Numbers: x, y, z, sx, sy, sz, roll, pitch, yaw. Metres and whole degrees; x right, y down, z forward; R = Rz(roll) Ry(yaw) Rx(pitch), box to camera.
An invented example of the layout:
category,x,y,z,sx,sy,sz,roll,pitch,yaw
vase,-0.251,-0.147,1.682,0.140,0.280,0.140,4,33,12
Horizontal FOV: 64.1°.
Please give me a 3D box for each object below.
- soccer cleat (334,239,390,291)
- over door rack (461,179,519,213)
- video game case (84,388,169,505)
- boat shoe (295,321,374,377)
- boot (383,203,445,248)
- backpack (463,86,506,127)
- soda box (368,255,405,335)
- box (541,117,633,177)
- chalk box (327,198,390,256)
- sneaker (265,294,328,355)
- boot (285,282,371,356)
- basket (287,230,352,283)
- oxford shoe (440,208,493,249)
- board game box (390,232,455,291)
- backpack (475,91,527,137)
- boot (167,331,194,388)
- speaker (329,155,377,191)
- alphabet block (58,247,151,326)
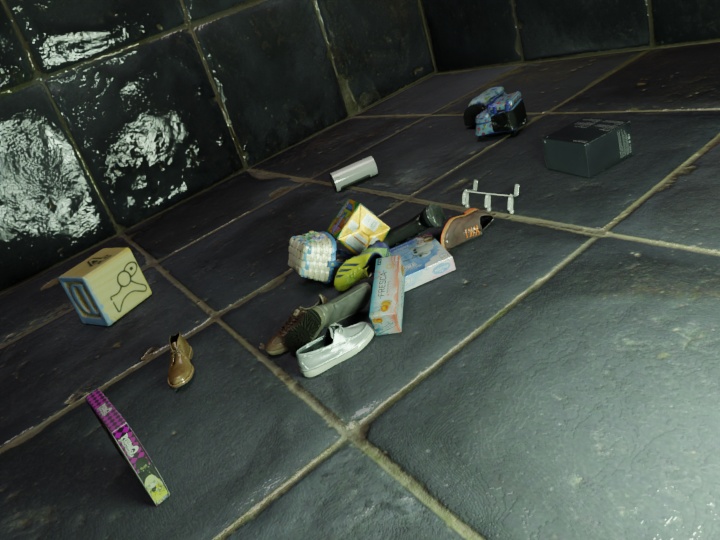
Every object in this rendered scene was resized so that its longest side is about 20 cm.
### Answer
category,x,y,z,sx,sy,sz,roll,pitch,yaw
soccer cleat,0.000,-0.001,1.532,0.198,0.064,0.085,-38,32,25
over door rack,0.385,-0.213,1.691,0.143,0.069,0.200,10,21,19
video game case,-0.456,0.340,1.120,0.035,0.186,0.197,-33,28,-29
boat shoe,-0.057,0.162,1.299,0.197,0.073,0.070,-30,26,-18
boot,0.137,-0.121,1.645,0.195,0.068,0.164,-22,-4,21
backpack,0.567,-0.722,2.530,0.195,0.159,0.162,-17,15,-26
soda box,0.066,0.057,1.373,0.066,0.065,0.203,-8,40,16
box,0.696,-0.384,1.771,0.178,0.107,0.200,-25,25,-13
chalk box,-0.013,-0.125,1.714,0.126,0.123,0.200,-55,18,1
sneaker,-0.160,0.131,1.435,0.197,0.077,0.070,-31,27,-22
boot,-0.076,0.114,1.395,0.182,0.073,0.199,-44,-7,37
basket,-0.102,-0.038,1.678,0.194,0.144,0.175,7,11,-31
oxford shoe,0.294,-0.117,1.591,0.071,0.073,0.198,13,40,44
board game box,0.132,-0.018,1.548,0.194,0.044,0.200,-23,26,-3
backpack,0.554,-0.622,2.326,0.195,0.138,0.182,-3,29,39
boot,-0.474,0.230,1.483,0.072,0.078,0.200,-21,26,-7
speaker,-0.027,-0.405,2.399,0.195,0.083,0.081,-25,25,-9
alphabet block,-0.893,0.054,2.017,0.191,0.201,0.200,2,31,36
